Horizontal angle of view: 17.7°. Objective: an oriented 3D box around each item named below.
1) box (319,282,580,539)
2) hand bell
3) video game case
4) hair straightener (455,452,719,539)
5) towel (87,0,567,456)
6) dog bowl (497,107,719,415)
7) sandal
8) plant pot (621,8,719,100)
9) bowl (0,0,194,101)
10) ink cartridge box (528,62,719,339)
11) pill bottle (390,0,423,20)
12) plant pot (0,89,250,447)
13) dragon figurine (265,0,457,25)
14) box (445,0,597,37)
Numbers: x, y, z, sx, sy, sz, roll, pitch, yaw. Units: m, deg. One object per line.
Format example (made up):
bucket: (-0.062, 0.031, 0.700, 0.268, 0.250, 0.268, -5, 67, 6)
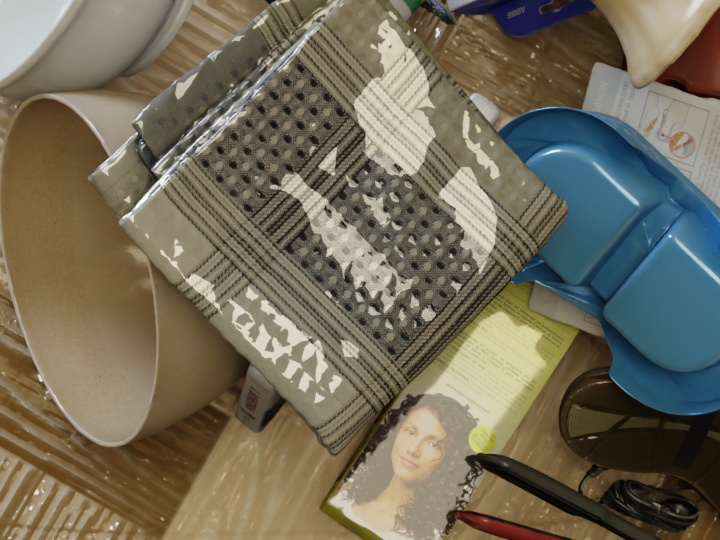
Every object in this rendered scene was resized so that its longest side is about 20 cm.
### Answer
box: (0.060, 0.078, 1.383, 0.075, 0.050, 0.200, 33, 77, -1)
hand bell: (0.106, -0.200, 1.261, 0.200, 0.104, 0.104, 37, 78, -7)
video game case: (0.000, 0.000, 1.321, 0.023, 0.182, 0.200, 38, 78, 3)
hair straightener: (0.154, 0.140, 1.368, 0.199, 0.041, 0.077, 20, 82, -20)
towel: (-0.014, -0.040, 1.209, 0.193, 0.035, 0.200, -44, 95, -13)
dog bowl: (0.153, -0.011, 1.304, 0.200, 0.050, 0.112, 43, 118, 9)
sandal: (0.198, 0.096, 1.377, 0.199, 0.055, 0.082, 16, 112, -24)
plant pot: (0.246, -0.184, 1.388, 0.200, 0.201, 0.196, 13, 87, -5)
bowl: (-0.155, -0.174, 1.347, 0.090, 0.201, 0.202, 28, 76, -31)
ink cartridge box: (0.213, -0.018, 1.327, 0.199, 0.057, 0.163, 24, 113, 24)
pill bottle: (0.041, -0.246, 1.327, 0.113, 0.113, 0.200, 40, 88, 1)
plant pot: (-0.104, -0.013, 1.319, 0.134, 0.200, 0.201, -14, 82, -29)
dragon figurine: (-0.039, -0.190, 1.412, 0.200, 0.059, 0.099, 45, 78, 2)
box: (0.092, -0.247, 1.412, 0.041, 0.119, 0.201, 0, 75, -49)
